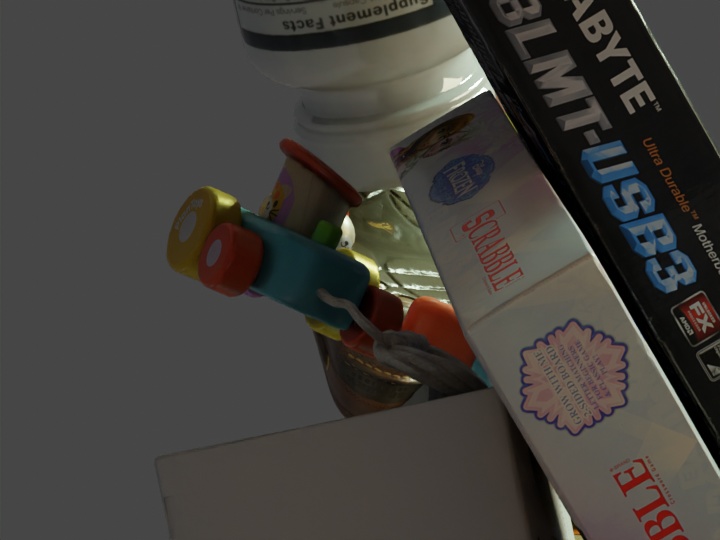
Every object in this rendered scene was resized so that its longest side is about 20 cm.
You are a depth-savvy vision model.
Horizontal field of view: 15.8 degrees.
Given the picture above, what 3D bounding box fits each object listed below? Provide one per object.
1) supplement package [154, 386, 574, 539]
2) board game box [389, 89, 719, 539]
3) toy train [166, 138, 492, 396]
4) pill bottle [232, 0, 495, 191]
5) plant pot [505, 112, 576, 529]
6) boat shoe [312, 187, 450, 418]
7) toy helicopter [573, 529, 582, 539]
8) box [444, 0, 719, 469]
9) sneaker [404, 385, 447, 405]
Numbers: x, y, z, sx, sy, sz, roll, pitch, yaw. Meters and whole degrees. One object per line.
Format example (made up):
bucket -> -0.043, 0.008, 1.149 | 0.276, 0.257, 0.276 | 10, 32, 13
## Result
supplement package -> 0.015, 0.111, 0.845 | 0.200, 0.109, 0.114 | 44, 34, -78
board game box -> 0.081, 0.060, 0.757 | 0.200, 0.041, 0.200 | 59, 4, -15
toy train -> 0.015, 0.004, 0.900 | 0.056, 0.150, 0.200 | -67, 167, -1
pill bottle -> -0.002, -0.144, 1.121 | 0.120, 0.119, 0.201 | -85, 163, -68
plant pot -> 0.087, 0.017, 1.355 | 0.177, 0.199, 0.201 | -114, -173, -59
boat shoe -> 0.000, 0.000, 1.168 | 0.200, 0.072, 0.068 | -98, -153, -63
toy helicopter -> 0.088, 0.163, 1.231 | 0.200, 0.078, 0.133 | 101, -3, -66
box -> 0.085, -0.028, 0.815 | 0.199, 0.050, 0.200 | 59, 4, -7
sneaker -> 0.054, 0.063, 1.167 | 0.200, 0.072, 0.072 | 164, -57, -75
